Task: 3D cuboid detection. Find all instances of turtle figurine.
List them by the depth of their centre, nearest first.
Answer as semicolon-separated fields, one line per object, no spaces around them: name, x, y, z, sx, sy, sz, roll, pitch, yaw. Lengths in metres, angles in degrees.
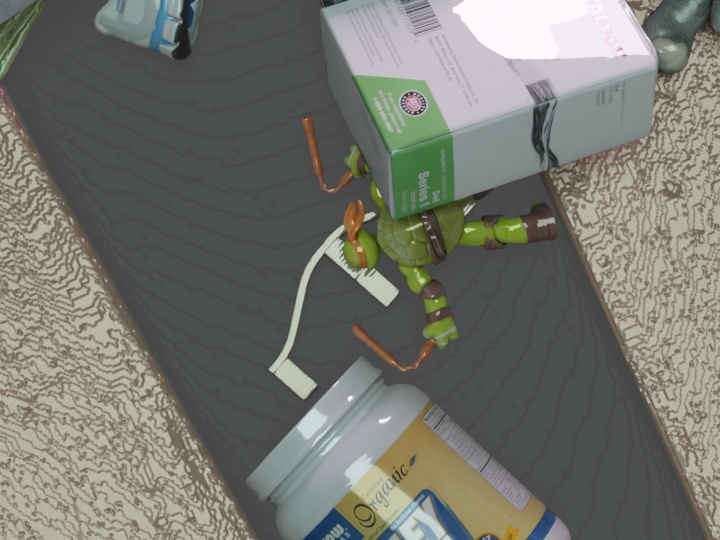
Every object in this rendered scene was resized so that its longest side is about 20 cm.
turtle figurine;0.049;-0.043;1.656;0.161;0.064;0.200;-21;77;-8

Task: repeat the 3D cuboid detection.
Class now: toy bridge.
toy bridge;0.000;0.000;1.701;0.067;0.027;0.200;41;87;2

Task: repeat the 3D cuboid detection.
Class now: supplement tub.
supplement tub;0.032;0.172;1.634;0.200;0.145;0.145;42;88;2

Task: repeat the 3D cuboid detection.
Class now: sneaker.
sneaker;-0.151;-0.258;1.693;0.086;0.075;0.201;10;85;9

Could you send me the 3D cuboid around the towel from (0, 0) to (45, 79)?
towel;-0.345;-0.194;1.705;0.200;0.036;0.149;35;88;1

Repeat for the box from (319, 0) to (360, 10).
box;0.038;-0.285;1.673;0.200;0.049;0.161;-21;61;-1

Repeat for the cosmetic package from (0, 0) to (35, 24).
cosmetic package;-0.271;-0.281;1.658;0.151;0.052;0.200;-36;69;-17

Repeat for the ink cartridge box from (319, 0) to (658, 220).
ink cartridge box;0.090;-0.139;1.633;0.200;0.084;0.146;-18;55;-9

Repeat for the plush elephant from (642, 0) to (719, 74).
plush elephant;0.248;-0.255;1.649;0.200;0.155;0.165;-32;88;-1
